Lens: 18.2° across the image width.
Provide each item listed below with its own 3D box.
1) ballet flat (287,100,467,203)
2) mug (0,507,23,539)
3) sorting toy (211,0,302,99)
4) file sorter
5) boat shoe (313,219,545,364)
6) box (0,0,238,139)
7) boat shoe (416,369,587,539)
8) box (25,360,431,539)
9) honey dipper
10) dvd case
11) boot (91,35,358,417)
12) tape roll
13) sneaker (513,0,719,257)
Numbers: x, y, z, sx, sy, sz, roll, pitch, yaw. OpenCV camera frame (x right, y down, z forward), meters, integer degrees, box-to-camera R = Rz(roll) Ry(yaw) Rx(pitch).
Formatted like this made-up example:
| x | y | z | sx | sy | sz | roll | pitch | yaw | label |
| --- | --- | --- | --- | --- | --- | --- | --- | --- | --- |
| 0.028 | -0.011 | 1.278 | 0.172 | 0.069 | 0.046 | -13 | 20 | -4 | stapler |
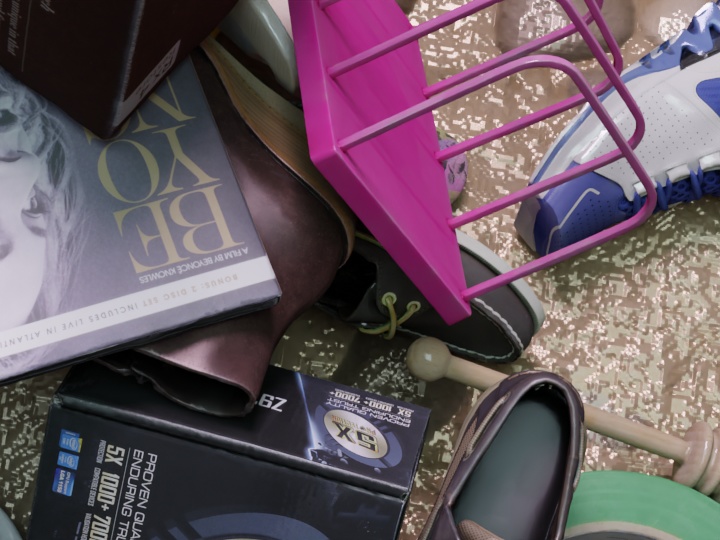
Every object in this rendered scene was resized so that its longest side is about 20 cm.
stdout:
| x | y | z | sx | sy | sz | roll | pitch | yaw | label |
| --- | --- | --- | --- | --- | --- | --- | --- | --- | --- |
| -0.042 | -0.063 | 1.163 | 0.199 | 0.071 | 0.069 | 7 | 75 | 0 | ballet flat |
| -0.244 | 0.168 | 1.066 | 0.200 | 0.148 | 0.176 | -18 | 83 | -38 | mug |
| -0.059 | -0.151 | 1.127 | 0.107 | 0.200 | 0.180 | -42 | 67 | 11 | sorting toy |
| 0.052 | -0.108 | 1.067 | 0.125 | 0.139 | 0.200 | -23 | 47 | 16 | file sorter |
| 0.000 | 0.000 | 1.126 | 0.201 | 0.072 | 0.061 | 29 | 52 | -13 | boat shoe |
| -0.128 | -0.200 | 0.938 | 0.200 | 0.164 | 0.166 | 34 | 62 | 5 | box |
| 0.053 | 0.134 | 1.018 | 0.074 | 0.073 | 0.200 | 14 | 73 | 4 | boat shoe |
| -0.071 | 0.146 | 1.043 | 0.163 | 0.086 | 0.200 | 16 | 113 | 3 | box |
| 0.116 | 0.075 | 1.125 | 0.200 | 0.038 | 0.038 | 20 | 74 | -11 | honey dipper |
| -0.136 | -0.056 | 0.975 | 0.148 | 0.016 | 0.200 | -16 | 73 | -19 | dvd case |
| -0.103 | -0.036 | 1.018 | 0.200 | 0.072 | 0.166 | 27 | 48 | 3 | boot |
| 0.122 | 0.201 | 1.109 | 0.200 | 0.048 | 0.201 | 1 | 75 | -2 | tape roll |
| 0.184 | -0.063 | 1.167 | 0.199 | 0.081 | 0.115 | -41 | 78 | -14 | sneaker |
